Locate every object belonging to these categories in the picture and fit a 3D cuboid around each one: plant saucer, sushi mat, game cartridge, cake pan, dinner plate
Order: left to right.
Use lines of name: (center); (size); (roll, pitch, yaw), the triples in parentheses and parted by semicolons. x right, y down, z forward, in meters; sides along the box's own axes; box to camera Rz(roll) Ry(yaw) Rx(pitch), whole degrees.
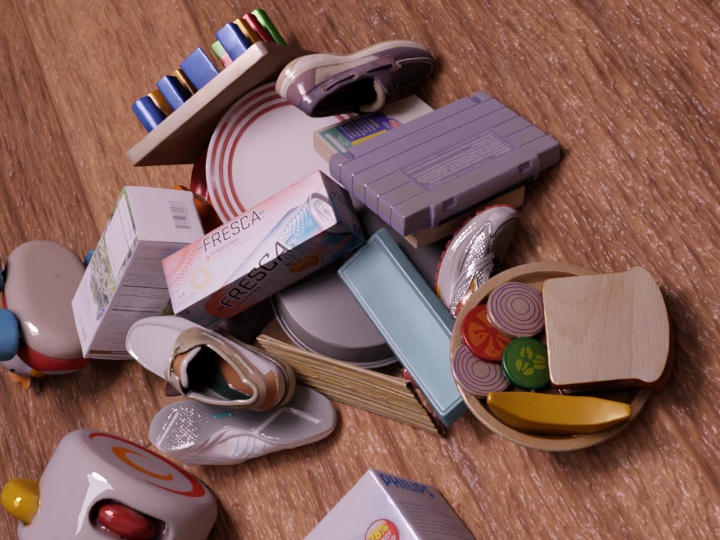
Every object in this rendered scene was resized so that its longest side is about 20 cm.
dinner plate: (-0.069, -0.110, 1.304); (0.200, 0.024, 0.200); (0, 91, -2)
sushi mat: (-0.011, 0.115, 1.190); (0.200, 0.096, 0.012); (14, 58, 37)
cake pan: (0.000, 0.000, 1.212); (0.200, 0.037, 0.200); (-3, 73, 8)
plant saucer: (0.049, 0.051, 1.135); (0.070, 0.019, 0.200); (-44, 63, 16)
game cartridge: (0.086, -0.108, 1.177); (0.200, 0.038, 0.130); (-26, 51, -25)

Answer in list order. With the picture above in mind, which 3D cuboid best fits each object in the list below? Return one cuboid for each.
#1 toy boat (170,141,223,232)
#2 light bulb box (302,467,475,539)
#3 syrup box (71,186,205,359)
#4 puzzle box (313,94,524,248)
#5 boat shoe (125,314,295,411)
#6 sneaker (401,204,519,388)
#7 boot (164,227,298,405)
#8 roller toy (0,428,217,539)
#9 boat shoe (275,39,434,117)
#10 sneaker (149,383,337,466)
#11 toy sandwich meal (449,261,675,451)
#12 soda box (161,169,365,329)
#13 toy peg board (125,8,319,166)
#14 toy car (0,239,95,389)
toy boat: (-0.170, -0.061, 1.343); (0.130, 0.131, 0.200); (2, 73, 36)
light bulb box: (0.027, 0.321, 1.061); (0.198, 0.125, 0.200); (-48, 53, 10)
syrup box: (-0.243, 0.007, 1.283); (0.200, 0.081, 0.079); (-57, 42, 39)
puzzle box: (0.057, -0.107, 1.220); (0.133, 0.025, 0.200); (-23, 46, -22)
boat shoe: (-0.167, 0.093, 1.221); (0.200, 0.068, 0.075); (14, 98, 25)
sneaker: (0.116, 0.032, 1.154); (0.082, 0.078, 0.200); (22, 93, 32)
boot: (-0.151, 0.043, 1.288); (0.200, 0.072, 0.166); (-25, 91, 10)
roller toy: (-0.257, 0.265, 1.239); (0.182, 0.200, 0.140); (28, 89, 33)
boat shoe: (0.005, -0.197, 1.257); (0.065, 0.200, 0.072); (57, 138, 23)
sneaker: (-0.118, 0.168, 1.262); (0.200, 0.080, 0.070); (-8, 57, 12)
toy sandwich meal: (0.179, 0.067, 1.052); (0.205, 0.070, 0.205); (-2, 63, 4)
soda box: (-0.099, -0.018, 1.181); (0.200, 0.064, 0.068); (-29, 61, 18)
toy peg board: (-0.170, -0.217, 1.349); (0.200, 0.199, 0.098); (-37, 84, 18)
toy car: (-0.394, 0.084, 1.449); (0.200, 0.184, 0.177); (-58, 45, 40)
